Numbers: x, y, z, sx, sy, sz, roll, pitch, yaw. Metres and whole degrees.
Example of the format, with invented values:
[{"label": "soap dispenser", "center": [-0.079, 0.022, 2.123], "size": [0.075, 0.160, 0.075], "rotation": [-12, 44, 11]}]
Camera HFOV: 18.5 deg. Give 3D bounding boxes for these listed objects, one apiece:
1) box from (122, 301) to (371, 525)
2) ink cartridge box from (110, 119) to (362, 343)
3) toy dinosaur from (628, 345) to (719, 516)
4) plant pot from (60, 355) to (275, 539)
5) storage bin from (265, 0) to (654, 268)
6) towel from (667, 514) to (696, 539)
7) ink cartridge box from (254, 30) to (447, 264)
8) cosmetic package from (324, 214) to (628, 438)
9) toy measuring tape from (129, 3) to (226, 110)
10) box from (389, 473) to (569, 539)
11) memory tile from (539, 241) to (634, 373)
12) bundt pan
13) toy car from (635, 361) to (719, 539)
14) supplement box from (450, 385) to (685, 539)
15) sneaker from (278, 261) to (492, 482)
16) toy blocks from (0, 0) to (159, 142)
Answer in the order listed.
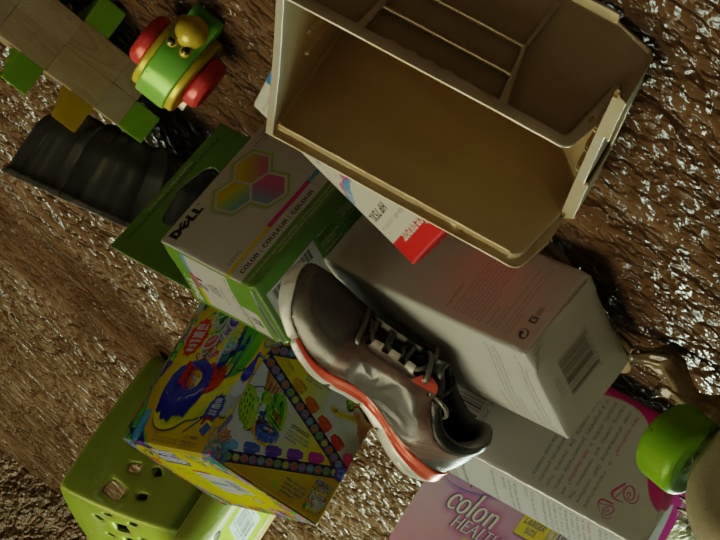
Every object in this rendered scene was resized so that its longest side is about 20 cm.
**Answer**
[{"label": "box", "center": [-0.080, 0.102, 1.929], "size": [0.122, 0.193, 0.200], "rotation": [36, 164, -23]}, {"label": "ink cartridge box", "center": [-0.094, -0.052, 1.685], "size": [0.200, 0.148, 0.076], "rotation": [26, 157, 36]}, {"label": "toy dinosaur", "center": [0.256, 0.129, 1.524], "size": [0.200, 0.101, 0.058], "rotation": [52, 127, 4]}, {"label": "plant pot", "center": [-0.202, 0.250, 2.554], "size": [0.181, 0.199, 0.200], "rotation": [26, 158, 20]}, {"label": "storage bin", "center": [0.054, -0.109, 1.319], "size": [0.199, 0.094, 0.200], "rotation": [29, 161, 6]}, {"label": "towel", "center": [0.215, 0.197, 1.855], "size": [0.200, 0.036, 0.148], "rotation": [22, 156, 43]}, {"label": "ink cartridge box", "center": [0.028, -0.080, 1.485], "size": [0.200, 0.067, 0.116], "rotation": [45, 162, 2]}, {"label": "cosmetic package", "center": [0.082, 0.029, 1.594], "size": [0.200, 0.081, 0.113], "rotation": [27, 158, 37]}, {"label": "toy measuring tape", "center": [-0.145, -0.146, 1.691], "size": [0.074, 0.074, 0.200], "rotation": [39, 162, 0]}, {"label": "box", "center": [0.159, 0.272, 1.967], "size": [0.200, 0.097, 0.176], "rotation": [40, 170, -35]}, {"label": "memory tile", "center": [0.111, 0.001, 1.625], "size": [0.153, 0.017, 0.200], "rotation": [16, 151, 51]}, {"label": "bundt pan", "center": [-0.198, -0.077, 1.879], "size": [0.202, 0.076, 0.202], "rotation": [25, 179, 0]}, {"label": "toy car", "center": [0.300, 0.149, 1.420], "size": [0.164, 0.158, 0.200], "rotation": [42, 178, 35]}, {"label": "supplement box", "center": [0.154, 0.137, 1.692], "size": [0.200, 0.101, 0.103], "rotation": [29, 164, 18]}, {"label": "sneaker", "center": [0.025, 0.063, 1.583], "size": [0.082, 0.077, 0.200], "rotation": [-23, 118, 40]}, {"label": "toy blocks", "center": [-0.257, -0.193, 1.786], "size": [0.200, 0.100, 0.137], "rotation": [38, 177, -27]}]
